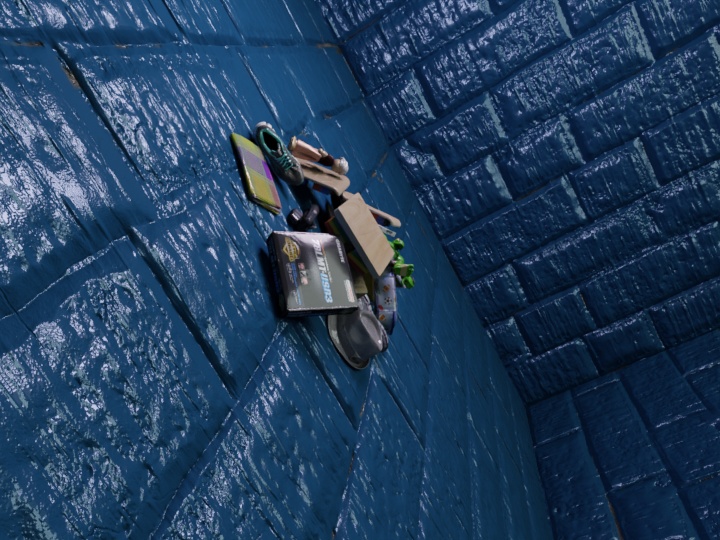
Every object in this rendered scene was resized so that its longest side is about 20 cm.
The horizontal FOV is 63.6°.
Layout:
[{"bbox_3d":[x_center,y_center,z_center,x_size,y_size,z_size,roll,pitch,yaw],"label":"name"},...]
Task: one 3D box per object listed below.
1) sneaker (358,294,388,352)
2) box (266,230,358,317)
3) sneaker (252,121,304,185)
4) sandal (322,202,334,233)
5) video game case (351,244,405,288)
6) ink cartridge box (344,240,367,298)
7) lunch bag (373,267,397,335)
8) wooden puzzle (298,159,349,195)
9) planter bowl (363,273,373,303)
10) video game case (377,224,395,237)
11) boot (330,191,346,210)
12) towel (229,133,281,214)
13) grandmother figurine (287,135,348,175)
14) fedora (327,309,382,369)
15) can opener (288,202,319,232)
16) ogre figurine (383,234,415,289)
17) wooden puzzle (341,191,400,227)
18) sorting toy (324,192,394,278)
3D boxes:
[{"bbox_3d":[0.009,0.162,1.719,0.087,0.074,0.203,-31,94,-48],"label":"sneaker"},{"bbox_3d":[-0.114,0.008,1.382,0.194,0.050,0.205,0,65,-33],"label":"box"},{"bbox_3d":[-0.228,-0.318,1.609,0.201,0.077,0.091,50,-1,-17],"label":"sneaker"},{"bbox_3d":[-0.090,-0.124,1.814,0.075,0.047,0.205,52,20,-60],"label":"sandal"},{"bbox_3d":[0.058,-0.023,1.953,0.184,0.022,0.198,57,-23,-20],"label":"video game case"},{"bbox_3d":[-0.090,0.002,1.508,0.197,0.075,0.168,1,62,-49],"label":"ink cartridge box"},{"bbox_3d":[0.076,0.095,1.835,0.161,0.073,0.205,92,-1,-66],"label":"lunch bag"},{"bbox_3d":[-0.139,-0.288,1.794,0.196,0.047,0.186,27,22,1],"label":"wooden puzzle"},{"bbox_3d":[0.000,0.000,1.799,0.200,0.081,0.207,0,90,-88],"label":"planter bowl"},{"bbox_3d":[0.030,-0.149,1.845,0.141,0.018,0.200,27,5,14],"label":"video game case"},{"bbox_3d":[-0.053,-0.185,1.927,0.203,0.068,0.175,59,8,-18],"label":"boot"},{"bbox_3d":[-0.271,-0.251,1.509,0.143,0.022,0.204,22,45,-65],"label":"towel"},{"bbox_3d":[-0.127,-0.347,1.781,0.196,0.062,0.121,22,7,-18],"label":"grandmother figurine"},{"bbox_3d":[0.000,0.169,1.585,0.201,0.089,0.179,55,26,-31],"label":"fedora"},{"bbox_3d":[-0.148,-0.161,1.674,0.080,0.062,0.200,60,18,-11],"label":"can opener"},{"bbox_3d":[0.091,-0.045,1.746,0.197,0.099,0.121,30,18,-20],"label":"ogre figurine"},{"bbox_3d":[0.033,-0.189,1.903,0.197,0.047,0.185,31,9,9],"label":"wooden puzzle"},{"bbox_3d":[-0.005,-0.086,1.553,0.201,0.069,0.200,58,22,-8],"label":"sorting toy"}]
